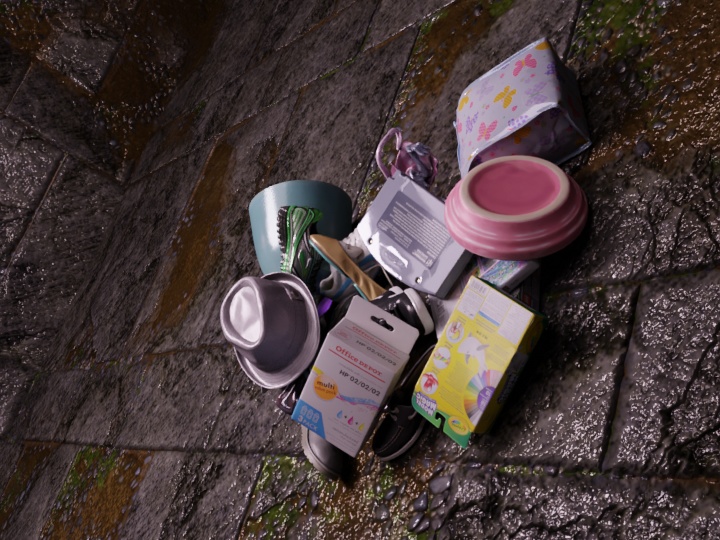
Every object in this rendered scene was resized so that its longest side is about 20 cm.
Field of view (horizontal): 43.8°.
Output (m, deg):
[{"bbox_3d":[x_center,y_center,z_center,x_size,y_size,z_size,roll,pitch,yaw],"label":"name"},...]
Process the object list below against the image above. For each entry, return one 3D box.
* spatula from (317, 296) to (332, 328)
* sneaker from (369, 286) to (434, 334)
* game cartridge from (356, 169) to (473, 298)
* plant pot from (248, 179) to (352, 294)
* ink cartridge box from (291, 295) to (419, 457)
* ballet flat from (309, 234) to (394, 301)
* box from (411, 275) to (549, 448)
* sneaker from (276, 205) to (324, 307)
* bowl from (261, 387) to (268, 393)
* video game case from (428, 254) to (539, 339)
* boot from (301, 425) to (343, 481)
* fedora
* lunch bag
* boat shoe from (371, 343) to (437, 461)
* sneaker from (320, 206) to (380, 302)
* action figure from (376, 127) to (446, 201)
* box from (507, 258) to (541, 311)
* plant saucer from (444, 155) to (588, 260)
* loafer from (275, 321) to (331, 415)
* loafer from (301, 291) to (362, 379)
[{"bbox_3d":[-0.064,0.116,1.620,0.056,0.020,0.201,-42,36,36],"label":"spatula"},{"bbox_3d":[0.037,0.081,1.351,0.111,0.074,0.200,-27,6,-8],"label":"sneaker"},{"bbox_3d":[0.083,-0.050,1.335,0.200,0.041,0.134,42,106,39],"label":"game cartridge"},{"bbox_3d":[-0.108,-0.048,1.684,0.200,0.199,0.162,-30,54,41],"label":"plant pot"},{"bbox_3d":[-0.008,0.152,1.291,0.201,0.114,0.068,-66,-12,25],"label":"ink cartridge box"},{"bbox_3d":[0.000,0.000,1.492,0.063,0.200,0.069,-43,-4,2],"label":"ballet flat"},{"bbox_3d":[0.153,0.123,1.186,0.117,0.048,0.201,35,101,40],"label":"box"},{"bbox_3d":[-0.094,-0.013,1.549,0.078,0.084,0.202,-30,-65,-79],"label":"sneaker"},{"bbox_3d":[-0.136,0.120,1.622,0.201,0.089,0.203,180,90,-86],"label":"bowl"},{"bbox_3d":[0.166,-0.017,1.302,0.182,0.024,0.201,-43,31,26],"label":"video game case"},{"bbox_3d":[-0.010,0.208,1.412,0.200,0.072,0.182,-46,29,10],"label":"boot"},{"bbox_3d":[-0.162,0.085,1.455,0.176,0.090,0.201,-39,52,21],"label":"fedora"},{"bbox_3d":[0.237,-0.226,1.375,0.199,0.127,0.171,-28,41,28],"label":"lunch bag"},{"bbox_3d":[0.073,0.189,1.291,0.200,0.060,0.074,-49,32,17],"label":"boat shoe"},{"bbox_3d":[-0.010,-0.025,1.551,0.077,0.080,0.201,-103,30,-57],"label":"sneaker"},{"bbox_3d":[0.070,-0.109,1.488,0.134,0.148,0.201,-47,-16,-29],"label":"action figure"},{"bbox_3d":[0.200,-0.004,1.302,0.136,0.040,0.201,-29,40,44],"label":"box"},{"bbox_3d":[0.213,-0.096,1.241,0.198,0.051,0.202,-7,41,6],"label":"plant saucer"},{"bbox_3d":[-0.080,0.155,1.532,0.063,0.072,0.201,17,69,26],"label":"loafer"},{"bbox_3d":[-0.022,0.107,1.482,0.063,0.072,0.200,-29,21,49],"label":"loafer"}]
